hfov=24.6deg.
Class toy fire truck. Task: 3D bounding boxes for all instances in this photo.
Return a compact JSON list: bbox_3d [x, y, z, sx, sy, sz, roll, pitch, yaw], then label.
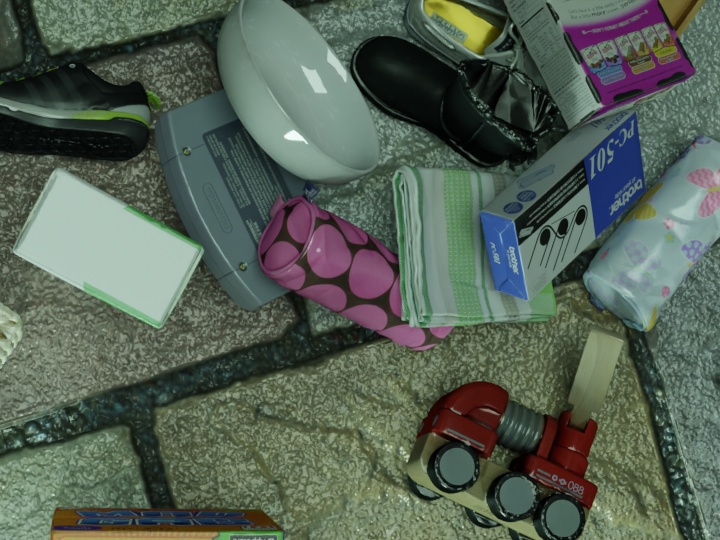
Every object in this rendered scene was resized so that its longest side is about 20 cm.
[{"bbox_3d":[0.161,0.145,1.585,0.175,0.129,0.201,26,72,-7],"label":"toy fire truck"}]

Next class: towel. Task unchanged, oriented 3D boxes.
[{"bbox_3d":[0.114,-0.023,1.569,0.199,0.031,0.151,0,84,-42],"label":"towel"}]

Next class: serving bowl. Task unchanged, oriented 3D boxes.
[{"bbox_3d":[-0.068,-0.159,1.534,0.066,0.200,0.201,-33,94,24],"label":"serving bowl"}]

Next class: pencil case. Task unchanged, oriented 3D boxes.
[{"bbox_3d":[0.309,-0.036,1.630,0.091,0.083,0.200,41,81,-11],"label":"pencil case"},{"bbox_3d":[0.000,0.000,1.546,0.199,0.094,0.091,31,104,-33],"label":"pencil case"}]

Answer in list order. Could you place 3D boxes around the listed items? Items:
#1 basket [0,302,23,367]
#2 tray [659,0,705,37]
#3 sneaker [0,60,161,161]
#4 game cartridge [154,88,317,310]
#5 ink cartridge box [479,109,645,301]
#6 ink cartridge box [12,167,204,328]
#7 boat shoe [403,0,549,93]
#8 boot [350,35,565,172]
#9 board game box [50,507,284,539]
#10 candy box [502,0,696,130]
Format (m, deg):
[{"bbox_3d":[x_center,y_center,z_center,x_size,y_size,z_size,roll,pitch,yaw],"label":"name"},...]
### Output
[{"bbox_3d":[-0.414,0.064,1.444,0.197,0.200,0.162,34,80,-7],"label":"basket"},{"bbox_3d":[0.329,-0.333,1.672,0.098,0.037,0.201,37,81,-6],"label":"tray"},{"bbox_3d":[-0.289,-0.157,1.554,0.198,0.072,0.084,10,62,-10],"label":"sneaker"},{"bbox_3d":[-0.111,-0.070,1.556,0.133,0.041,0.201,-27,92,-35],"label":"game cartridge"},{"bbox_3d":[0.197,-0.068,1.574,0.200,0.044,0.095,-41,133,-32],"label":"ink cartridge box"},{"bbox_3d":[-0.225,-0.018,1.480,0.145,0.200,0.085,28,86,-7],"label":"ink cartridge box"},{"bbox_3d":[0.141,-0.220,1.608,0.201,0.086,0.075,30,83,-7],"label":"boat shoe"},{"bbox_3d":[0.090,-0.167,1.558,0.198,0.162,0.074,35,81,-6],"label":"boot"},{"bbox_3d":[-0.178,0.321,1.469,0.198,0.200,0.202,2,87,-10],"label":"board game box"},{"bbox_3d":[0.215,-0.248,1.573,0.136,0.061,0.201,-21,82,-34],"label":"candy box"}]
